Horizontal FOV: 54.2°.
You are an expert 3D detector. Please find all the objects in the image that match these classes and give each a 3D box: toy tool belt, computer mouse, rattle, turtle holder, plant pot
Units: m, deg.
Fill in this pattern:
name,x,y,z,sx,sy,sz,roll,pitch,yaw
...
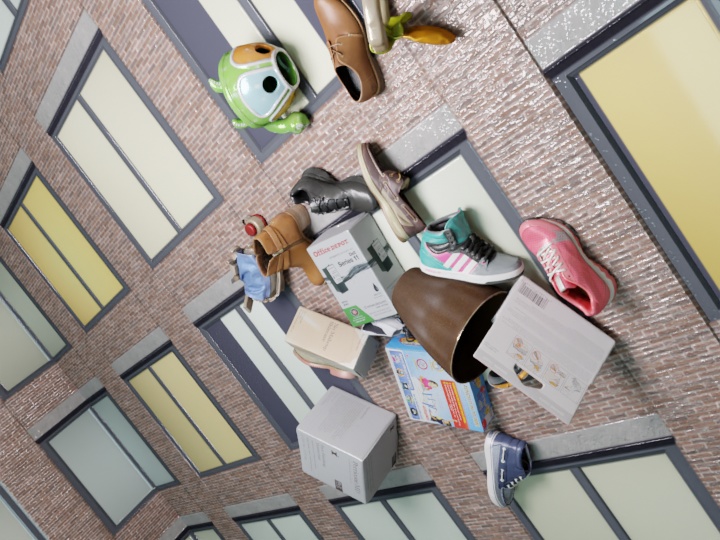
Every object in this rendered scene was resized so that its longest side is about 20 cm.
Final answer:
name,x,y,z,sx,sy,sz,roll,pitch,yaw
toy tool belt,-0.249,-0.014,1.628,0.123,0.123,0.203,11,126,33
computer mouse,0.071,0.111,1.482,0.198,0.108,0.045,0,104,49
rattle,0.058,-0.449,1.086,0.140,0.130,0.205,-3,93,28
turtle holder,-0.180,-0.334,1.320,0.130,0.141,0.189,-17,101,27
plant pot,0.159,0.080,1.335,0.199,0.185,0.190,32,138,36

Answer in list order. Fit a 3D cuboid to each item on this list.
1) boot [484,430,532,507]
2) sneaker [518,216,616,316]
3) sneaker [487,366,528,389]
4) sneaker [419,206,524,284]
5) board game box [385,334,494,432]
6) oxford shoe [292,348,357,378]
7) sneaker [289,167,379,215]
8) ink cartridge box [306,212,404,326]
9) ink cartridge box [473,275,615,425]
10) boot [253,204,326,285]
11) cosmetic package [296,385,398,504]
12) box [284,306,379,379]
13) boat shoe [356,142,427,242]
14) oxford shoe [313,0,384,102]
name,x,y,z,sx,sy,sz,roll,pitch,yaw
boot,0.326,0.444,1.525,0.089,0.072,0.203,11,126,41
sneaker,0.338,-0.008,1.166,0.200,0.087,0.074,43,137,5
sneaker,0.305,0.153,1.328,0.077,0.078,0.200,45,128,1
sneaker,0.194,-0.051,1.264,0.196,0.084,0.123,6,124,26
board game box,0.170,0.239,1.516,0.193,0.056,0.203,1,121,39
oxford shoe,-0.081,0.199,1.705,0.197,0.070,0.075,14,104,33
sneaker,-0.053,-0.142,1.390,0.197,0.091,0.077,13,135,32
ink cartridge box,0.000,0.000,1.458,0.145,0.083,0.202,-21,105,46
ink cartridge box,0.314,0.138,1.219,0.199,0.177,0.045,35,163,6
boot,-0.148,-0.024,1.510,0.076,0.155,0.203,8,126,34
cosmetic package,-0.029,0.428,1.743,0.197,0.165,0.167,18,132,28
box,-0.065,0.164,1.613,0.197,0.096,0.078,17,165,29
boat shoe,0.061,-0.155,1.315,0.071,0.072,0.203,-27,92,17
oxford shoe,-0.029,-0.384,1.205,0.071,0.071,0.202,-16,108,47
